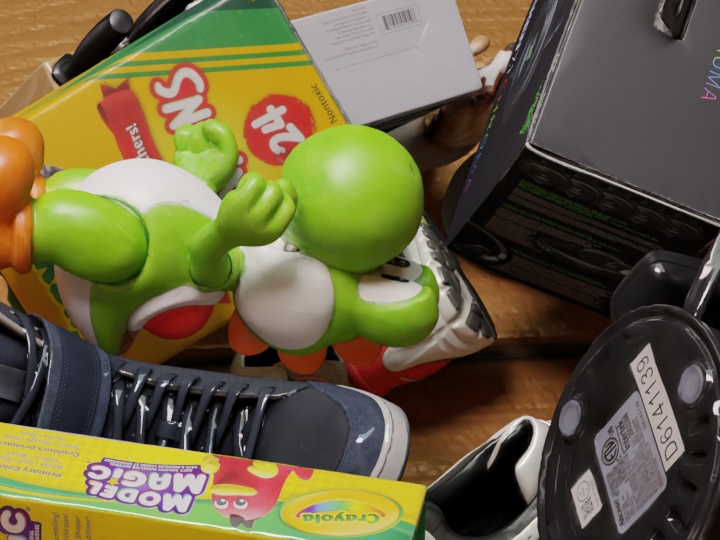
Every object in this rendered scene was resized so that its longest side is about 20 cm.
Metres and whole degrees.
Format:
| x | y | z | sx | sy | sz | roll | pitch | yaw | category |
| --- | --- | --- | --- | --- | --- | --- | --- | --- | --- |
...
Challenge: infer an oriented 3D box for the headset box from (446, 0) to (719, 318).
| x | y | z | sx | sy | sz | roll | pitch | yaw | category |
| --- | --- | --- | --- | --- | --- | --- | --- | --- | --- |
| 0.122 | -0.091 | 1.060 | 0.092 | 0.175 | 0.200 | 22 | -14 | -3 | headset box |

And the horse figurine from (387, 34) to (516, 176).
| x | y | z | sx | sy | sz | roll | pitch | yaw | category |
| --- | --- | --- | --- | --- | --- | --- | --- | --- | --- |
| 0.050 | -0.090 | 1.301 | 0.132 | 0.050 | 0.200 | -41 | 13 | -32 | horse figurine |

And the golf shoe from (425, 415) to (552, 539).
| x | y | z | sx | sy | sz | roll | pitch | yaw | category |
| --- | --- | --- | --- | --- | --- | --- | --- | --- | --- |
| 0.087 | 0.099 | 0.996 | 0.200 | 0.092 | 0.072 | -22 | 37 | -38 | golf shoe |

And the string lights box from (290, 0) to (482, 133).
| x | y | z | sx | sy | sz | roll | pitch | yaw | category |
| --- | --- | --- | --- | --- | --- | --- | --- | --- | --- |
| -0.033 | -0.086 | 1.225 | 0.102 | 0.059 | 0.200 | -18 | -1 | -25 | string lights box |

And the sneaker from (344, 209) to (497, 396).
| x | y | z | sx | sy | sz | roll | pitch | yaw | category |
| --- | --- | --- | --- | --- | --- | --- | --- | --- | --- |
| 0.000 | 0.000 | 1.179 | 0.085 | 0.077 | 0.200 | -33 | 21 | 3 | sneaker |

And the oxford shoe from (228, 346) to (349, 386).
| x | y | z | sx | sy | sz | roll | pitch | yaw | category |
| --- | --- | --- | --- | --- | --- | --- | --- | --- | --- |
| -0.033 | 0.079 | 1.036 | 0.070 | 0.074 | 0.200 | -3 | 31 | -8 | oxford shoe |

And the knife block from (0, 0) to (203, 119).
| x | y | z | sx | sy | sz | roll | pitch | yaw | category |
| --- | --- | --- | --- | --- | --- | --- | --- | --- | --- |
| -0.135 | -0.081 | 1.203 | 0.064 | 0.176 | 0.200 | -21 | 38 | -36 | knife block |

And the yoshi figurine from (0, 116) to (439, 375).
| x | y | z | sx | sy | sz | roll | pitch | yaw | category |
| --- | --- | --- | --- | --- | --- | --- | --- | --- | --- |
| -0.058 | -0.029 | 0.997 | 0.199 | 0.112 | 0.113 | 13 | 60 | -5 | yoshi figurine |

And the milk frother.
| x | y | z | sx | sy | sz | roll | pitch | yaw | category |
| --- | --- | --- | --- | --- | --- | --- | --- | --- | --- |
| 0.195 | 0.048 | 0.904 | 0.187 | 0.200 | 0.181 | 16 | 57 | -27 | milk frother |

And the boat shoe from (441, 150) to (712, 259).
| x | y | z | sx | sy | sz | roll | pitch | yaw | category |
| --- | --- | --- | --- | --- | --- | --- | --- | --- | --- |
| 0.122 | -0.025 | 1.222 | 0.064 | 0.071 | 0.200 | 31 | -15 | -37 | boat shoe |

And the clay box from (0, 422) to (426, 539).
| x | y | z | sx | sy | sz | roll | pitch | yaw | category |
| --- | --- | --- | --- | --- | --- | --- | --- | --- | --- |
| -0.077 | 0.123 | 0.918 | 0.199 | 0.115 | 0.048 | 6 | 35 | 9 | clay box |

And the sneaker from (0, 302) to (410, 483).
| x | y | z | sx | sy | sz | roll | pitch | yaw | category |
| --- | --- | --- | --- | --- | --- | --- | --- | --- | --- |
| -0.089 | 0.061 | 0.950 | 0.146 | 0.077 | 0.202 | 29 | -23 | -36 | sneaker |

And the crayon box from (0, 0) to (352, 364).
| x | y | z | sx | sy | sz | roll | pitch | yaw | category |
| --- | --- | --- | --- | --- | --- | --- | --- | --- | --- |
| -0.097 | -0.029 | 1.087 | 0.200 | 0.127 | 0.051 | -32 | 12 | 1 | crayon box |
